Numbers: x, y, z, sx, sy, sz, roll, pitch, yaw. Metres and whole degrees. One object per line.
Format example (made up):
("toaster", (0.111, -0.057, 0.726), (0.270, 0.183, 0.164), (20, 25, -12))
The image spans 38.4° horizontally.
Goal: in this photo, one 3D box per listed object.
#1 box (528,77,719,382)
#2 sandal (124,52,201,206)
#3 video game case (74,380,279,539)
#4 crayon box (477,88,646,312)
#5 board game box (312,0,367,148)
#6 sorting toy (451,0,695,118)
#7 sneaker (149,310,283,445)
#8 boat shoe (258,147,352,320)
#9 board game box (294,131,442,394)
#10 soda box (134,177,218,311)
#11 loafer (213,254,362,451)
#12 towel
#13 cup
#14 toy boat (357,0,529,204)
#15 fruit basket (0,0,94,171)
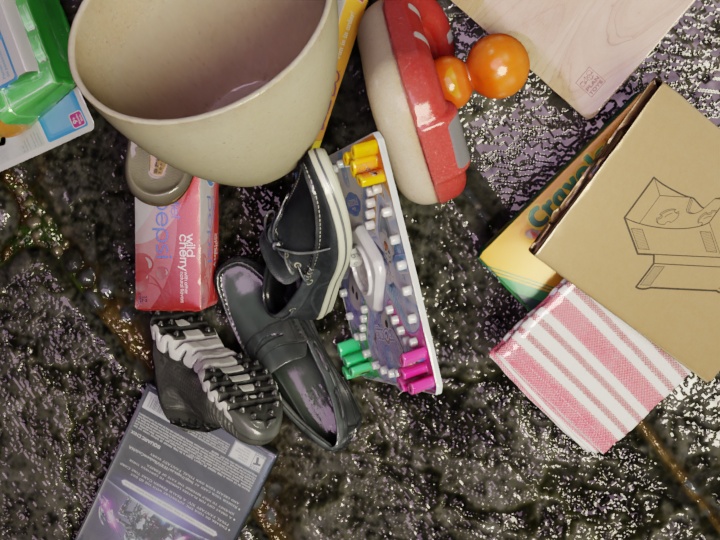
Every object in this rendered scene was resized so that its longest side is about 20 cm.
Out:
("box", (0.254, -0.028, 0.814), (0.199, 0.021, 0.164), (33, 98, -19))
("sandal", (-0.167, -0.157, 0.871), (0.081, 0.055, 0.203), (9, 88, 6))
("video game case", (-0.182, 0.228, 0.989), (0.142, 0.019, 0.202), (28, 99, 6))
("crayon box", (0.211, -0.042, 0.890), (0.119, 0.058, 0.200), (44, 99, 1))
("board game box", (-0.037, -0.205, 0.902), (0.030, 0.095, 0.202), (17, 97, -35))
("sorting toy", (0.185, -0.270, 0.860), (0.198, 0.070, 0.200), (41, 110, 2))
("sneaker", (-0.131, 0.113, 0.915), (0.200, 0.066, 0.092), (35, 121, 46))
("boat shoe", (-0.049, -0.020, 0.848), (0.062, 0.201, 0.075), (-12, 59, -18))
("board game box", (0.000, 0.000, 0.858), (0.026, 0.200, 0.202), (-14, 92, -17))
("soda box", (-0.166, -0.066, 0.938), (0.063, 0.070, 0.203), (0, 94, 6))
("loafer", (-0.067, 0.074, 0.934), (0.068, 0.070, 0.202), (-34, 89, 10))
("towel", (0.220, 0.044, 0.860), (0.200, 0.030, 0.146), (-45, 112, 6))
("cup", (-0.099, -0.147, 0.784), (0.198, 0.144, 0.202), (-7, 58, 11))
("toy boat", (0.073, -0.154, 0.837), (0.129, 0.201, 0.131), (-16, 128, 7))
("fruit basket", (-0.358, -0.181, 0.948), (0.198, 0.094, 0.187), (-19, 91, 13))
